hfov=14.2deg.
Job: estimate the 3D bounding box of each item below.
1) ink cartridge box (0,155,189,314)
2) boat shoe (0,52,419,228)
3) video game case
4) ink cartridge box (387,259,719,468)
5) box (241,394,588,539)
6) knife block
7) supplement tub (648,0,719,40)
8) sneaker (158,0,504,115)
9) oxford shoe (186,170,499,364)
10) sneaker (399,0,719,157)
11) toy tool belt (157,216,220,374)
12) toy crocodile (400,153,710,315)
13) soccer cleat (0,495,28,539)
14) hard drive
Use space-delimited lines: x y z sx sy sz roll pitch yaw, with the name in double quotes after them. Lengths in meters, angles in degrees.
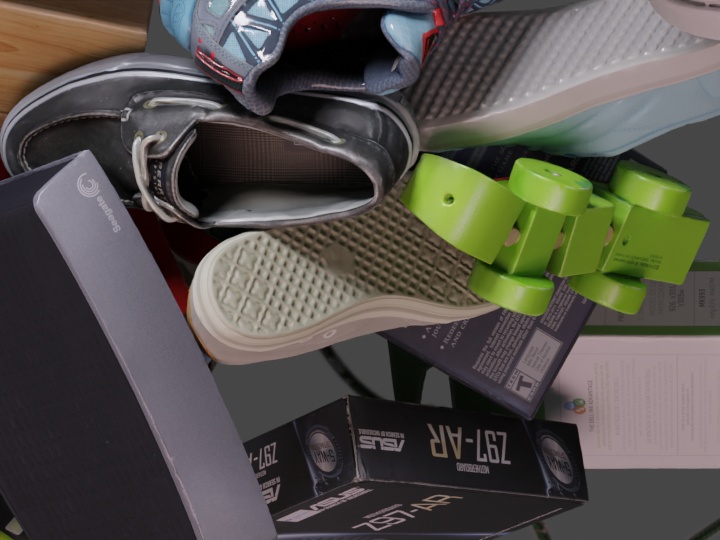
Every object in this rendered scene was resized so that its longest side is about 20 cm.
-0.185 0.000 1.418 0.050 0.161 0.200 -5 154 -48 "ink cartridge box"
-0.075 -0.056 1.303 0.200 0.071 0.072 -3 115 17 "boat shoe"
0.038 -0.034 1.395 0.200 0.019 0.143 30 87 -23 "video game case"
0.119 0.050 1.506 0.200 0.059 0.104 -1 136 6 "ink cartridge box"
-0.009 0.119 1.476 0.160 0.044 0.200 9 155 -42 "box"
-0.218 -0.138 1.343 0.200 0.064 0.176 -22 130 25 "knife block"
0.146 -0.208 1.184 0.145 0.146 0.200 -12 133 17 "supplement tub"
0.016 -0.114 1.293 0.200 0.096 0.079 -18 139 -17 "sneaker"
0.000 0.000 1.349 0.200 0.075 0.058 -14 168 -33 "oxford shoe"
0.089 -0.076 1.356 0.200 0.074 0.082 -10 137 1 "sneaker"
-0.101 0.008 1.466 0.125 0.123 0.200 30 119 -4 "toy tool belt"
0.097 -0.021 1.358 0.200 0.062 0.068 2 114 -49 "toy crocodile"
-0.175 0.136 1.616 0.200 0.081 0.067 15 160 -39 "soccer cleat"
-0.132 0.054 1.331 0.135 0.042 0.200 -16 103 39 "hard drive"
